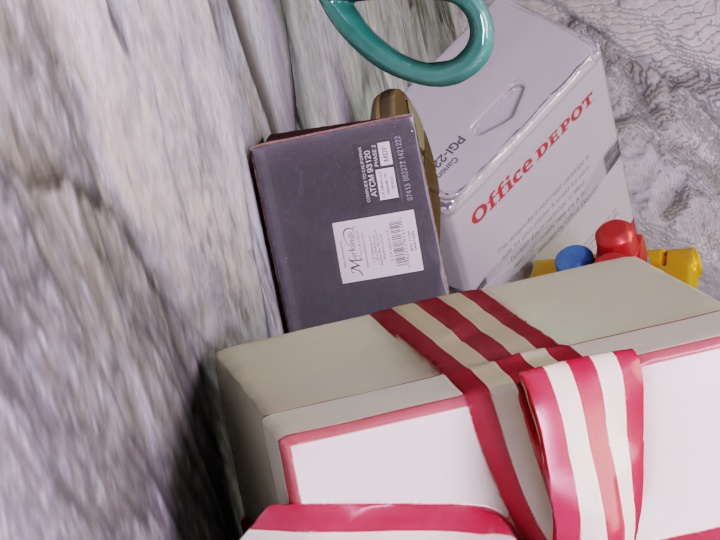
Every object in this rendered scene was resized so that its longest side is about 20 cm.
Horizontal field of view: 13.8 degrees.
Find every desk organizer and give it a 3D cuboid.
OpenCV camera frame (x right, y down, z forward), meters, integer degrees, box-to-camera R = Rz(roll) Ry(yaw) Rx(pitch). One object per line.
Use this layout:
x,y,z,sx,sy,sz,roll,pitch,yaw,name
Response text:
0.009,0.033,1.290,0.077,0.071,0.201,-79,158,-82,desk organizer

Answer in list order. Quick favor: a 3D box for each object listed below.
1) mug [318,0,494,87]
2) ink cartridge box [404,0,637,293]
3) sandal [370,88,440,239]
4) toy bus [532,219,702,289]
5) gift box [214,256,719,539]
0.001,-0.194,1.428,0.152,0.114,0.186,70,11,-61,mug
0.083,-0.040,1.765,0.085,0.146,0.200,31,-25,30,ink cartridge box
0.000,0.000,1.403,0.080,0.054,0.201,60,33,-57,sandal
0.147,0.076,1.692,0.193,0.135,0.201,72,20,-45,toy bus
0.043,0.109,0.951,0.187,0.199,0.186,-147,-140,-76,gift box
